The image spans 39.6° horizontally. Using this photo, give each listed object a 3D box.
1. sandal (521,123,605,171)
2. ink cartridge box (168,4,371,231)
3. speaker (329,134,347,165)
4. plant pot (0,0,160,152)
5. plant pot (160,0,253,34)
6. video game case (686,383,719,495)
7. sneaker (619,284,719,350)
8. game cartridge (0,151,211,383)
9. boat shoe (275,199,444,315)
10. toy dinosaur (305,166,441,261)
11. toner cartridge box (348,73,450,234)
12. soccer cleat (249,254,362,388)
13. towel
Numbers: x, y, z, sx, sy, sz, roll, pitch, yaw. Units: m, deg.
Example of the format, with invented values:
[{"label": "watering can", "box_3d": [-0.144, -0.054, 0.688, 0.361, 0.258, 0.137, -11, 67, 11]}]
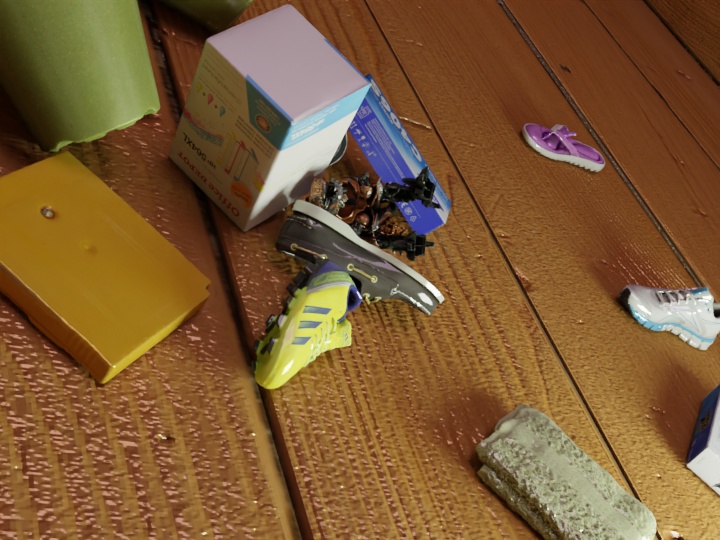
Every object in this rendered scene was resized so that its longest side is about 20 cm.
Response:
[{"label": "sandal", "box_3d": [0.366, -0.232, 1.785, 0.202, 0.050, 0.083, 11, 40, -37]}, {"label": "ink cartridge box", "box_3d": [-0.104, -0.151, 1.062, 0.129, 0.200, 0.125, 44, 49, 11]}, {"label": "speaker", "box_3d": [-0.060, -0.220, 1.294, 0.081, 0.081, 0.201, 24, 34, -23]}, {"label": "plant pot", "box_3d": [-0.279, -0.220, 0.946, 0.200, 0.199, 0.191, -50, 124, -59]}, {"label": "plant pot", "box_3d": [-0.216, -0.420, 1.314, 0.193, 0.200, 0.201, 42, 29, -17]}, {"label": "video game case", "box_3d": [0.517, 0.256, 1.300, 0.181, 0.046, 0.200, 41, 31, 7]}, {"label": "sneaker", "box_3d": [0.473, 0.049, 1.491, 0.199, 0.087, 0.075, 17, 38, -29]}, {"label": "game cartridge", "box_3d": [-0.244, -0.010, 0.876, 0.200, 0.032, 0.176, 43, 31, 3]}, {"label": "boat shoe", "box_3d": [0.000, 0.000, 1.089, 0.200, 0.061, 0.072, 32, -9, -18]}, {"label": "toy dinosaur", "box_3d": [0.015, -0.070, 1.148, 0.135, 0.103, 0.200, 5, 12, 24]}, {"label": "toner cartridge box", "box_3d": [0.042, -0.145, 1.257, 0.201, 0.043, 0.095, 57, 19, -12]}, {"label": "soccer cleat", "box_3d": [-0.044, 0.054, 0.964, 0.084, 0.065, 0.200, 39, 30, -7]}, {"label": "towel", "box_3d": [0.212, 0.228, 1.028, 0.200, 0.037, 0.148, 45, 32, 11]}]
